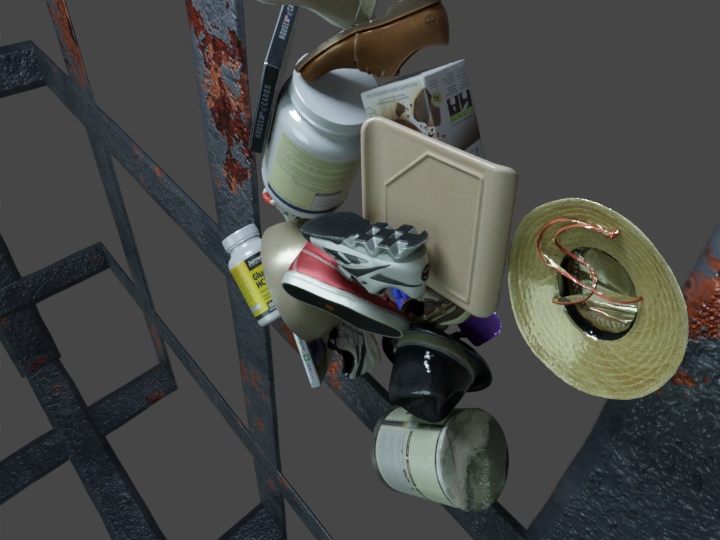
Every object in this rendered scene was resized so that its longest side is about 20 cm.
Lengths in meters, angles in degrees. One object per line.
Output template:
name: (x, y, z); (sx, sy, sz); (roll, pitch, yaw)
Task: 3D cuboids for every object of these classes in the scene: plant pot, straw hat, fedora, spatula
plant pot: (-0.059, -0.004, 0.912); (0.131, 0.201, 0.206); (-22, 100, 16)
straw hat: (0.247, 0.016, 0.551); (0.199, 0.084, 0.207); (31, 133, 40)
fedora: (0.101, 0.167, 0.819); (0.195, 0.093, 0.203); (22, 153, 11)
spatula: (0.140, 0.103, 0.826); (0.057, 0.020, 0.200); (51, 145, 5)

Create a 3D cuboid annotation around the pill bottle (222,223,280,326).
pill bottle: (-0.220, 0.008, 1.198); (0.204, 0.111, 0.112); (61, 148, -2)

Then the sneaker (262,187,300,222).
sneaker: (-0.137, -0.128, 0.985); (0.070, 0.092, 0.204); (37, 142, 30)

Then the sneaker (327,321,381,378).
sneaker: (-0.031, 0.107, 1.028); (0.075, 0.086, 0.206); (-11, 104, 59)

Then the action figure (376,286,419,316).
action figure: (0.068, 0.046, 0.875); (0.064, 0.051, 0.206); (11, 126, 50)

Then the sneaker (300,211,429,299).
sneaker: (0.000, -0.015, 0.669); (0.196, 0.073, 0.091); (20, 131, 42)

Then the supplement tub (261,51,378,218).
supplement tub: (-0.058, -0.186, 0.774); (0.146, 0.143, 0.201); (52, 148, 11)

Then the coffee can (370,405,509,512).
coffee can: (0.125, 0.302, 0.902); (0.198, 0.144, 0.150); (-20, 100, 58)

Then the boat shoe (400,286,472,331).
boat shoe: (0.110, 0.036, 0.755); (0.072, 0.077, 0.203); (18, 147, -11)

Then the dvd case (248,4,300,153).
dvd case: (-0.115, -0.289, 0.757); (0.024, 0.206, 0.151); (14, 147, -11)

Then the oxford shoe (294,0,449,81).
oxford shoe: (0.010, -0.253, 0.632); (0.194, 0.072, 0.073); (-12, 115, 27)

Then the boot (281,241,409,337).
boot: (0.000, 0.000, 0.793); (0.195, 0.147, 0.073); (24, 156, 11)

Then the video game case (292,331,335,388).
video game case: (-0.090, 0.089, 1.022); (0.021, 0.200, 0.188); (-14, 103, 12)

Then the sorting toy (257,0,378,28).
sorting toy: (-0.040, -0.359, 0.573); (0.108, 0.178, 0.201); (50, 147, 12)

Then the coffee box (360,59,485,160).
coffee box: (0.087, -0.133, 0.668); (0.111, 0.079, 0.206); (8, 122, 51)

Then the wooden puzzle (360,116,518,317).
wooden puzzle: (0.083, -0.063, 0.626); (0.197, 0.037, 0.190); (29, 137, 34)
